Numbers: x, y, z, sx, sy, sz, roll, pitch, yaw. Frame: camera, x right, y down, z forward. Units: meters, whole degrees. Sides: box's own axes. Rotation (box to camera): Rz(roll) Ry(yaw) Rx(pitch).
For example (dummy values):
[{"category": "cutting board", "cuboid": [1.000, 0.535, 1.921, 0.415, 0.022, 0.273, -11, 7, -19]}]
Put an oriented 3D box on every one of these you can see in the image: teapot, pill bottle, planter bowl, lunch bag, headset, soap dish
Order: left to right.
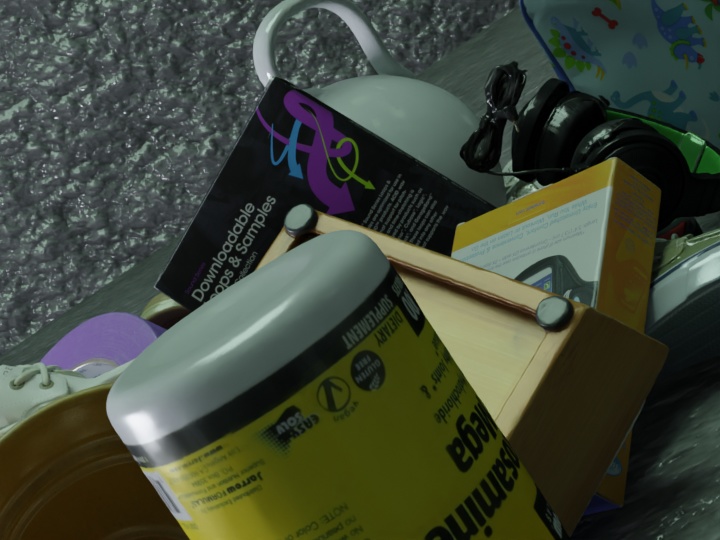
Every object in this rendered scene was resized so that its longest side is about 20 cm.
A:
[{"category": "planter bowl", "cuboid": [-0.109, 0.161, 0.905, 0.200, 0.200, 0.084, -38, -24, -23]}, {"category": "teapot", "cuboid": [-0.015, -0.037, 1.101, 0.146, 0.200, 0.198, 5, -50, -37]}, {"category": "pill bottle", "cuboid": [0.009, 0.095, 0.631, 0.112, 0.200, 0.112, -32, 10, 7]}, {"category": "soap dish", "cuboid": [0.014, 0.061, 0.796, 0.200, 0.081, 0.157, 20, 69, 36]}, {"category": "headset", "cuboid": [0.141, -0.080, 1.055, 0.200, 0.094, 0.123, -5, 29, -39]}, {"category": "lunch bag", "cuboid": [0.206, -0.145, 1.168, 0.161, 0.200, 0.082, -24, 13, 48]}]

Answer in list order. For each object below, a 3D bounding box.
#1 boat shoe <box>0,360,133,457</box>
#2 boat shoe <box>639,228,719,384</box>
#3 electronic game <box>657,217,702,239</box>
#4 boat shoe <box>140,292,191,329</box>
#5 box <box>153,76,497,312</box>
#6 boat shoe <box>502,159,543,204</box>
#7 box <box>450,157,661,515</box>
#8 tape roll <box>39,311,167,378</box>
[{"category": "boat shoe", "cuboid": [-0.183, 0.083, 0.982, 0.200, 0.069, 0.071, -32, -1, -2]}, {"category": "boat shoe", "cuboid": [0.152, 0.014, 0.898, 0.200, 0.072, 0.062, -31, 52, 24]}, {"category": "electronic game", "cuboid": [0.121, 0.023, 1.092, 0.200, 0.042, 0.200, -32, 9, 6]}, {"category": "boat shoe", "cuboid": [-0.105, 0.060, 1.238, 0.073, 0.063, 0.200, -14, -32, 8]}, {"category": "box", "cuboid": [0.000, 0.000, 1.011, 0.143, 0.200, 0.036, -59, -9, 9]}, {"category": "boat shoe", "cuboid": [0.112, -0.040, 1.151, 0.071, 0.069, 0.200, -26, 4, 8]}, {"category": "box", "cuboid": [0.084, 0.052, 0.876, 0.119, 0.041, 0.200, -23, 47, 46]}, {"category": "tape roll", "cuboid": [-0.158, 0.129, 1.098, 0.200, 0.066, 0.200, -31, 45, 36]}]
